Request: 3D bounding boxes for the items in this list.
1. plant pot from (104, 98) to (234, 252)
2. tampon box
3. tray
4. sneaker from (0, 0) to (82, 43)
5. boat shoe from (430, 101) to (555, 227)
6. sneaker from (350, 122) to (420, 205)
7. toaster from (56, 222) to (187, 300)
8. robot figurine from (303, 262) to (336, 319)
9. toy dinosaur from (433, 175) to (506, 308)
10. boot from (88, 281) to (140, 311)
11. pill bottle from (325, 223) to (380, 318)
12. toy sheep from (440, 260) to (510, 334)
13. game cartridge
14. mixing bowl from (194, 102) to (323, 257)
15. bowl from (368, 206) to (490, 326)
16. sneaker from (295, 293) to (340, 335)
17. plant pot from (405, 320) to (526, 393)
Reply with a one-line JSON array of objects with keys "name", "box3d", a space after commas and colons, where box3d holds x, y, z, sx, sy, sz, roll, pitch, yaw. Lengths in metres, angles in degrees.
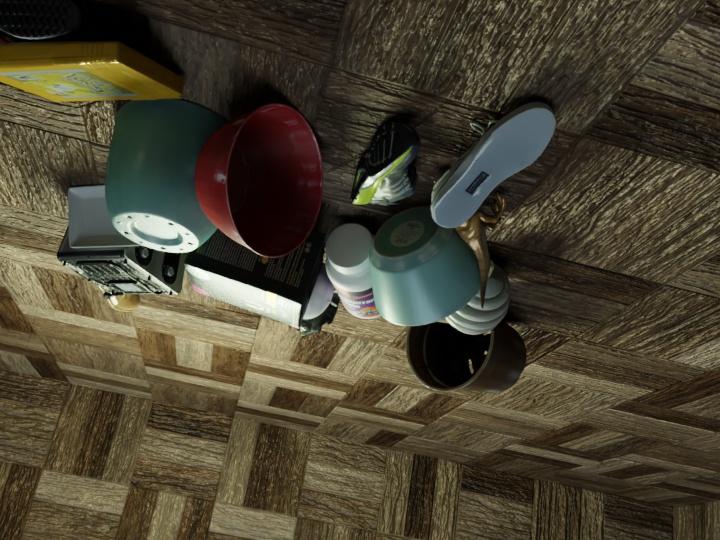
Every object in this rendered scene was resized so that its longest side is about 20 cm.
[{"name": "plant pot", "box3d": [-0.275, -0.124, 1.065, 0.198, 0.162, 0.201, 9, 156, 4]}, {"name": "tampon box", "box3d": [-0.172, -0.010, 1.226, 0.198, 0.127, 0.150, 19, 160, 1]}, {"name": "tray", "box3d": [-0.424, -0.095, 1.280, 0.198, 0.109, 0.022, -1, 180, 23]}, {"name": "sneaker", "box3d": [-0.408, -0.293, 0.871, 0.198, 0.071, 0.090, 3, 176, 9]}, {"name": "boat shoe", "box3d": [0.163, -0.148, 0.950, 0.074, 0.086, 0.202, 26, 123, -24]}, {"name": "sneaker", "box3d": [0.048, -0.143, 1.022, 0.080, 0.075, 0.200, 9, 165, -14]}, {"name": "toaster", "box3d": [-0.451, -0.032, 1.399, 0.198, 0.120, 0.181, -2, 154, 24]}, {"name": "robot figurine", "box3d": [-0.134, 0.021, 1.362, 0.198, 0.170, 0.114, 18, 123, -3]}, {"name": "toy dinosaur", "box3d": [0.169, -0.060, 1.092, 0.201, 0.106, 0.060, 61, 171, -14]}, {"name": "boot", "box3d": [-0.537, 0.038, 1.665, 0.075, 0.074, 0.200, -5, 152, 10]}, {"name": "pill bottle", "box3d": [0.000, 0.000, 1.299, 0.110, 0.112, 0.200, 4, 156, 14]}, {"name": "toy sheep", "box3d": [0.200, 0.044, 1.304, 0.136, 0.139, 0.200, 10, 151, -1]}, {"name": "game cartridge", "box3d": [-0.338, -0.240, 0.904, 0.198, 0.033, 0.176, 4, -179, 14]}, {"name": "mixing bowl", "box3d": [-0.149, -0.123, 0.994, 0.108, 0.202, 0.200, 8, 159, 32]}, {"name": "bowl", "box3d": [0.091, -0.023, 1.146, 0.199, 0.202, 0.105, -5, 134, 31]}, {"name": "sneaker", "box3d": [-0.123, 0.058, 1.484, 0.076, 0.115, 0.199, -15, 145, 41]}, {"name": "plant pot", "box3d": [0.226, 0.158, 1.493, 0.199, 0.202, 0.198, -9, 159, 37]}]
